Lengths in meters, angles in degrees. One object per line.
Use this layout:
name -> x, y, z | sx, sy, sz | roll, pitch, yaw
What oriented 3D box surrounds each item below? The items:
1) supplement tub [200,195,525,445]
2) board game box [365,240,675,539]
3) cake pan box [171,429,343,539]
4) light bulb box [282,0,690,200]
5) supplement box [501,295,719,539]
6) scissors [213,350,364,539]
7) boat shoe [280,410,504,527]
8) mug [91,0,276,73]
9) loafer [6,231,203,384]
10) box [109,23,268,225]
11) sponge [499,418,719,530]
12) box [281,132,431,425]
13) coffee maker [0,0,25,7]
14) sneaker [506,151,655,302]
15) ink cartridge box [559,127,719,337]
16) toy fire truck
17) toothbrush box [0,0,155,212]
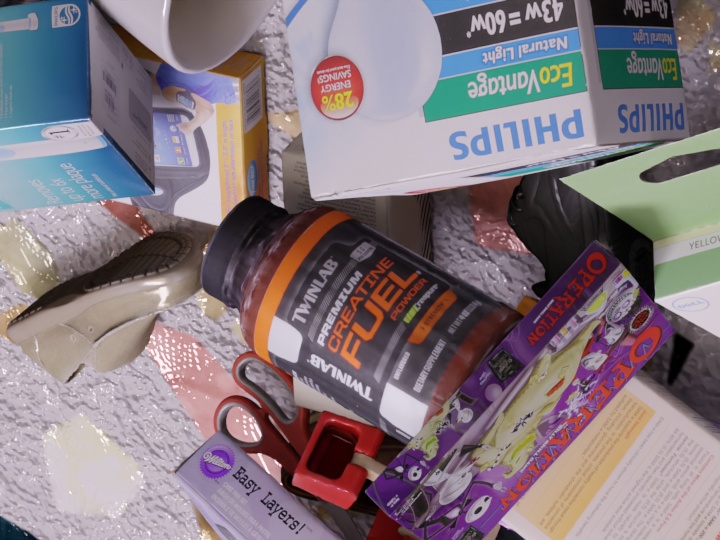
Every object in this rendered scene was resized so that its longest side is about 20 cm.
supplement tub -> -0.001, 0.030, 1.498 | 0.199, 0.107, 0.107 | 29, 129, 19
board game box -> 0.098, 0.082, 1.445 | 0.200, 0.120, 0.032 | -48, 63, 1
cake pan box -> -0.026, 0.217, 1.649 | 0.184, 0.052, 0.200 | 41, 168, 34
light bulb box -> 0.066, -0.154, 1.387 | 0.197, 0.124, 0.202 | -10, 89, 34
supplement box -> 0.154, 0.125, 1.531 | 0.200, 0.073, 0.126 | 38, 97, 18
scissors -> -0.028, 0.138, 1.657 | 0.200, 0.014, 0.073 | 43, 109, 23
boat shoe -> 0.037, 0.149, 1.673 | 0.199, 0.068, 0.072 | 9, 123, 24
mug -> -0.123, -0.236, 1.499 | 0.153, 0.187, 0.150 | 30, 163, 21
loafer -> -0.170, 0.030, 1.715 | 0.199, 0.076, 0.068 | -20, 110, 46
box -> -0.159, -0.105, 1.642 | 0.199, 0.042, 0.120 | 12, 124, 20
sponge -> 0.163, 0.134, 1.584 | 0.199, 0.030, 0.112 | 19, 94, 19
box -> 0.000, 0.000, 1.600 | 0.082, 0.068, 0.201 | 14, 125, 22
coffee maker -> -0.309, -0.220, 1.610 | 0.200, 0.134, 0.193 | -36, 80, 38
sneaker -> 0.129, -0.053, 1.494 | 0.090, 0.076, 0.201 | 10, 122, 31
ink cartridge box -> 0.229, -0.018, 1.401 | 0.145, 0.048, 0.199 | -17, 152, 36
toy fire truck -> 0.053, 0.171, 1.576 | 0.199, 0.049, 0.141 | 22, 155, 6
toothbrush box -> -0.244, -0.098, 1.532 | 0.198, 0.086, 0.146 | -5, 162, 9
